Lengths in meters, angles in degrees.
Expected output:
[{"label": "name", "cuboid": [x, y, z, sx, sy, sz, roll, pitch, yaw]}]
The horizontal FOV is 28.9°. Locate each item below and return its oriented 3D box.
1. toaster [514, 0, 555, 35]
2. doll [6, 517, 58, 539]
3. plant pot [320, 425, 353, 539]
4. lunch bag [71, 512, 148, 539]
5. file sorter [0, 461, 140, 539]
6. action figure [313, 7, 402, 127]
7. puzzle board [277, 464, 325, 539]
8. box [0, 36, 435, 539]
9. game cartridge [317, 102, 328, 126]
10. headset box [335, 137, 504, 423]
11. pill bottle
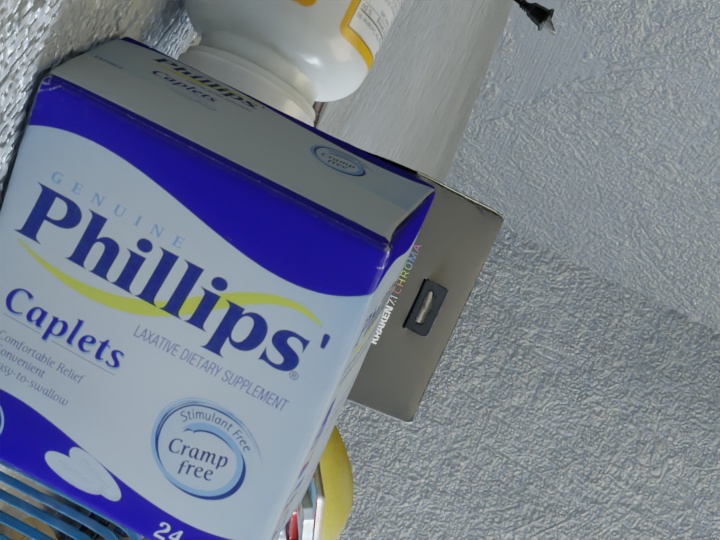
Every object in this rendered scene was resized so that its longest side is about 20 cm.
[{"label": "toaster", "cuboid": [0.097, -0.302, 0.981, 0.182, 0.199, 0.119, -60, 178, -36]}, {"label": "doll", "cuboid": [-0.238, 0.245, 0.969, 0.136, 0.048, 0.201, -43, 164, -37]}, {"label": "plant pot", "cuboid": [-0.104, 0.163, 1.291, 0.143, 0.198, 0.201, 91, 22, -49]}, {"label": "lunch bag", "cuboid": [-0.144, 0.198, 1.101, 0.201, 0.124, 0.170, -56, -162, -19]}, {"label": "file sorter", "cuboid": [-0.193, 0.164, 0.653, 0.140, 0.122, 0.200, -63, 175, -5]}, {"label": "action figure", "cuboid": [-0.035, -0.151, 0.953, 0.130, 0.069, 0.202, 24, 92, -54]}, {"label": "puzzle board", "cuboid": [-0.051, 0.199, 1.127, 0.151, 0.017, 0.202, -102, -166, -52]}, {"label": "box", "cuboid": [-0.088, 0.018, 0.694, 0.202, 0.182, 0.105, -67, 173, 22]}, {"label": "game cartridge", "cuboid": [-0.061, -0.129, 1.107, 0.134, 0.041, 0.200, -61, 176, 11]}, {"label": "headset box", "cuboid": [0.000, 0.000, 1.086, 0.200, 0.092, 0.176, 27, -87, 58]}, {"label": "pill bottle", "cuboid": [-0.030, -0.168, 0.790, 0.113, 0.112, 0.202, 85, 30, -80]}]
